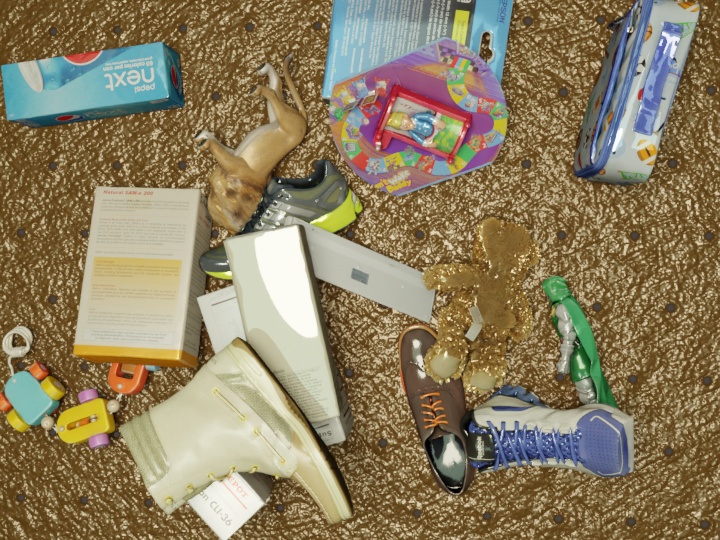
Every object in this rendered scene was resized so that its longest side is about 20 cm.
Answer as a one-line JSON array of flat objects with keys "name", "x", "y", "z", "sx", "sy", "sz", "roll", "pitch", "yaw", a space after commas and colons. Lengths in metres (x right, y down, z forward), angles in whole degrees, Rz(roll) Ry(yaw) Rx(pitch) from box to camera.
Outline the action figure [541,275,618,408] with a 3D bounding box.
[{"name": "action figure", "x": 0.246, "y": 0.101, "z": 0.923, "sx": 0.055, "sy": 0.118, "sz": 0.200, "roll": -18, "pitch": 80, "yaw": 14}]

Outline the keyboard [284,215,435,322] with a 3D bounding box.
[{"name": "keyboard", "x": 0.000, "y": 0.000, "z": 0.930, "sx": 0.200, "sy": 0.011, "sz": 0.056, "roll": 23, "pitch": 69, "yaw": -21}]

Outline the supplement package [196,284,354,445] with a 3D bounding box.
[{"name": "supplement package", "x": -0.093, "y": 0.106, "z": 0.944, "sx": 0.114, "sy": 0.110, "sz": 0.200, "roll": -18, "pitch": 89, "yaw": 5}]

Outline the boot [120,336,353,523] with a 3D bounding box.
[{"name": "boot", "x": -0.115, "y": 0.185, "z": 0.776, "sx": 0.155, "sy": 0.072, "sz": 0.200, "roll": -36, "pitch": 85, "yaw": -6}]

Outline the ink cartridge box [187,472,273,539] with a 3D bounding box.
[{"name": "ink cartridge box", "x": -0.159, "y": 0.223, "z": 0.903, "sx": 0.067, "sy": 0.200, "sz": 0.116, "roll": -43, "pitch": 86, "yaw": -10}]

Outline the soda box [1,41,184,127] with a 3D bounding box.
[{"name": "soda box", "x": -0.318, "y": -0.220, "z": 0.986, "sx": 0.200, "sy": 0.064, "sz": 0.068, "roll": -7, "pitch": 90, "yaw": 5}]

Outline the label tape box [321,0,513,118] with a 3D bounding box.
[{"name": "label tape box", "x": 0.064, "y": -0.252, "z": 0.947, "sx": 0.200, "sy": 0.066, "sz": 0.144, "roll": 8, "pitch": 92, "yaw": 3}]

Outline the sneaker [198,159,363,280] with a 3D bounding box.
[{"name": "sneaker", "x": -0.099, "y": -0.060, "z": 0.938, "sx": 0.200, "sy": 0.074, "sz": 0.081, "roll": -31, "pitch": 120, "yaw": -12}]

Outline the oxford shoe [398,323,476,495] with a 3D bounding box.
[{"name": "oxford shoe", "x": 0.091, "y": 0.158, "z": 0.944, "sx": 0.071, "sy": 0.073, "sz": 0.200, "roll": -19, "pitch": 89, "yaw": 7}]

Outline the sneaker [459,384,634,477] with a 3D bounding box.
[{"name": "sneaker", "x": 0.178, "y": 0.181, "z": 0.864, "sx": 0.115, "sy": 0.199, "sz": 0.081, "roll": -15, "pitch": 102, "yaw": -36}]

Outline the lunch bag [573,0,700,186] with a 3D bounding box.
[{"name": "lunch bag", "x": 0.290, "y": -0.191, "z": 0.875, "sx": 0.075, "sy": 0.160, "sz": 0.200, "roll": 14, "pitch": 93, "yaw": 5}]

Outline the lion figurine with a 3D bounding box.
[{"name": "lion figurine", "x": -0.115, "y": -0.144, "z": 0.961, "sx": 0.200, "sy": 0.072, "sz": 0.122, "roll": -46, "pitch": 120, "yaw": -2}]

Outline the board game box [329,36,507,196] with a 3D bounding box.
[{"name": "board game box", "x": 0.062, "y": -0.156, "z": 0.909, "sx": 0.200, "sy": 0.039, "sz": 0.158, "roll": -17, "pitch": 120, "yaw": 21}]

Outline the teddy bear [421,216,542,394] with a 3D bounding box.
[{"name": "teddy bear", "x": 0.135, "y": 0.041, "z": 0.936, "sx": 0.145, "sy": 0.067, "sz": 0.200, "roll": 1, "pitch": 89, "yaw": -10}]

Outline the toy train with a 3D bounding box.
[{"name": "toy train", "x": -0.339, "y": 0.136, "z": 1.002, "sx": 0.200, "sy": 0.056, "sz": 0.151, "roll": 6, "pitch": 77, "yaw": 10}]

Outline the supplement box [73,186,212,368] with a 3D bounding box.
[{"name": "supplement box", "x": -0.247, "y": 0.007, "z": 0.956, "sx": 0.126, "sy": 0.074, "sz": 0.200, "roll": 3, "pitch": 77, "yaw": 6}]

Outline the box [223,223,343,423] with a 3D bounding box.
[{"name": "box", "x": -0.077, "y": 0.057, "z": 0.849, "sx": 0.082, "sy": 0.068, "sz": 0.200, "roll": -11, "pitch": 91, "yaw": 3}]
